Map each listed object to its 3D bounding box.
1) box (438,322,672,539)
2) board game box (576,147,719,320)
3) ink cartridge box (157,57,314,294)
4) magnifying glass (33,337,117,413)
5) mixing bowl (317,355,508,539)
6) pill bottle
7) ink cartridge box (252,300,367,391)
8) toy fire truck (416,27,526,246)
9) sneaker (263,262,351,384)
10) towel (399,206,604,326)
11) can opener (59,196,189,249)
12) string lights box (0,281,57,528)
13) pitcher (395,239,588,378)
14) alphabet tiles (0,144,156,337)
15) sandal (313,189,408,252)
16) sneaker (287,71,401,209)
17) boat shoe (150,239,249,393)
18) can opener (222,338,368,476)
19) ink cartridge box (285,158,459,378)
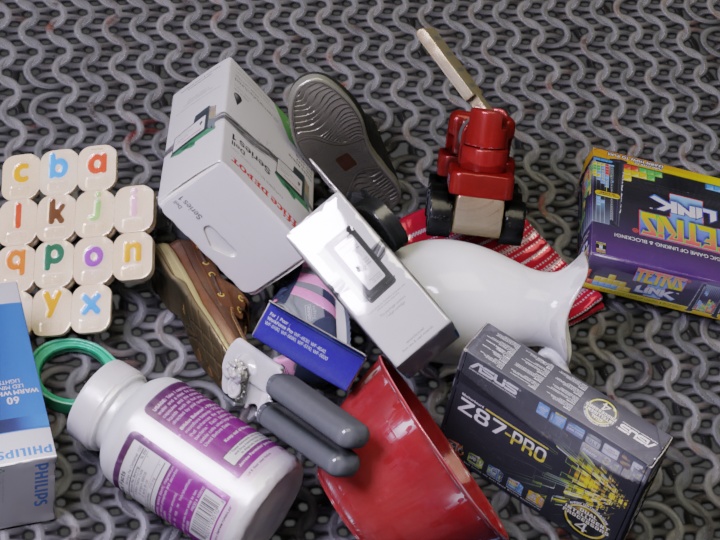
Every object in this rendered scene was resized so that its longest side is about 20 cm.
[{"bbox_3d":[0.173,0.157,1.621,0.200,0.161,0.049,32,51,16],"label":"box"},{"bbox_3d":[0.331,-0.037,1.873,0.200,0.057,0.165,13,44,-6],"label":"board game box"},{"bbox_3d":[-0.119,-0.095,1.761,0.146,0.084,0.200,46,24,-29],"label":"ink cartridge box"},{"bbox_3d":[-0.220,0.118,1.673,0.200,0.022,0.080,21,49,7],"label":"magnifying glass"},{"bbox_3d":[0.031,0.186,1.573,0.108,0.200,0.200,-34,58,3],"label":"mixing bowl"},{"bbox_3d":[-0.160,0.165,1.583,0.200,0.112,0.112,32,51,16],"label":"pill bottle"},{"bbox_3d":[-0.044,0.068,1.586,0.099,0.200,0.039,30,87,3],"label":"ink cartridge box"},{"bbox_3d":[0.108,-0.139,1.780,0.129,0.200,0.176,7,11,0],"label":"toy fire truck"},{"bbox_3d":[-0.059,0.025,1.751,0.082,0.070,0.200,1,48,-12],"label":"sneaker"},{"bbox_3d":[0.142,-0.006,1.849,0.145,0.022,0.200,-25,58,-27],"label":"towel"},{"bbox_3d":[-0.218,-0.044,1.791,0.200,0.053,0.066,-23,58,-27],"label":"can opener"},{"bbox_3d":[-0.320,0.120,1.597,0.059,0.103,0.200,-8,51,-17],"label":"string lights box"},{"bbox_3d":[0.117,0.058,1.732,0.200,0.121,0.172,5,90,8],"label":"pitcher"},{"bbox_3d":[-0.296,-0.026,1.727,0.200,0.015,0.196,-6,69,11],"label":"alphabet tiles"},{"bbox_3d":[0.009,-0.048,1.768,0.048,0.200,0.075,-39,105,-15],"label":"sandal"},{"bbox_3d":[-0.027,-0.152,1.847,0.075,0.200,0.106,-24,45,9],"label":"sneaker"},{"bbox_3d":[-0.139,0.040,1.722,0.068,0.072,0.200,-19,53,-22],"label":"boat shoe"},{"bbox_3d":[-0.057,0.116,1.534,0.066,0.053,0.200,7,16,-38],"label":"can opener"},{"bbox_3d":[0.000,0.000,1.633,0.068,0.116,0.200,-40,78,-1],"label":"ink cartridge box"}]
